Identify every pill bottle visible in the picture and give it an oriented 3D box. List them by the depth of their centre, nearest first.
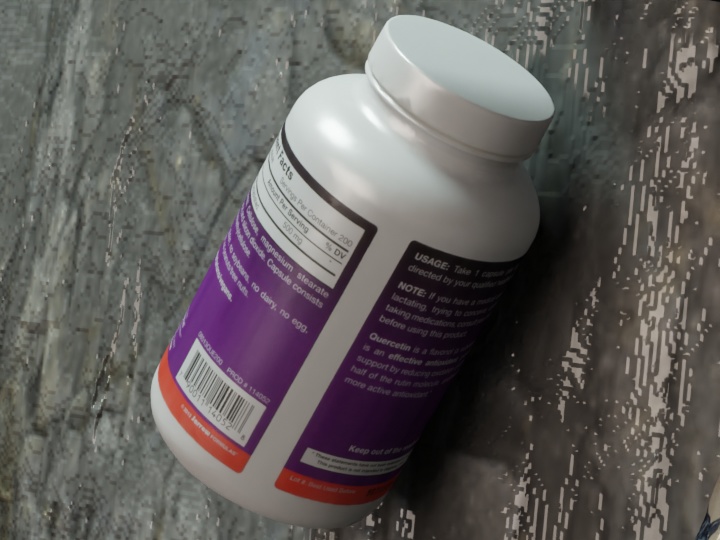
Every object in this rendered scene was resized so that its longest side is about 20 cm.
[{"bbox_3d":[0.000,0.000,1.070,0.113,0.112,0.201,50,120,39],"label":"pill bottle"}]

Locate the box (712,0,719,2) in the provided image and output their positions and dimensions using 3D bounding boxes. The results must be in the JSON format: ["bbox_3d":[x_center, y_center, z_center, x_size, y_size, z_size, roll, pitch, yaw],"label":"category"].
[{"bbox_3d":[0.063,-0.189,0.955,0.107,0.199,0.149,19,100,48],"label":"box"}]

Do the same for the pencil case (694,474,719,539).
[{"bbox_3d":[0.166,0.046,0.896,0.078,0.089,0.201,24,103,33],"label":"pencil case"}]
